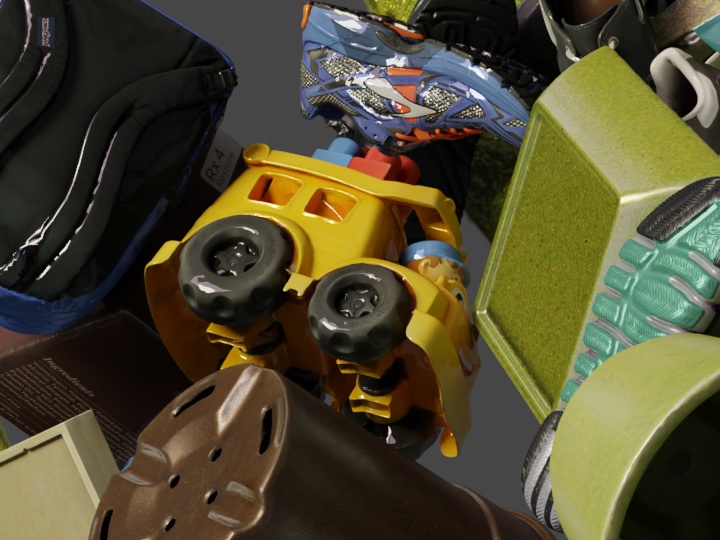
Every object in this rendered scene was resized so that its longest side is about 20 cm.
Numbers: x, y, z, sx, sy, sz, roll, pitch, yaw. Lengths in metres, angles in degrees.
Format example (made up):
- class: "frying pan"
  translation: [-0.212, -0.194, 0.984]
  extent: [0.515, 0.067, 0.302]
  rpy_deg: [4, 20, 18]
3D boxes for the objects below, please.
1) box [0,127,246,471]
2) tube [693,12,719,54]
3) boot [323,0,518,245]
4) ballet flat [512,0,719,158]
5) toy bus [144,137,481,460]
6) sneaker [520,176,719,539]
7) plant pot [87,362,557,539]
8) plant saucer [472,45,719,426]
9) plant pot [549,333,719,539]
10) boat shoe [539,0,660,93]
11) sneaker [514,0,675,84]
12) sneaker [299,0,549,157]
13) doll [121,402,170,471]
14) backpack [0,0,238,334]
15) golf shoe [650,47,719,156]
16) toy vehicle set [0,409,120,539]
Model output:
- class: "box"
  translation: [-0.137, 0.029, 1.683]
  extent: [0.200, 0.164, 0.166]
  rpy_deg: [-18, 41, 44]
- class: "tube"
  translation: [0.251, -0.073, 1.214]
  extent: [0.077, 0.200, 0.050]
  rpy_deg: [-34, 33, 24]
- class: "boot"
  translation: [0.033, -0.130, 1.659]
  extent: [0.168, 0.076, 0.201]
  rpy_deg: [-120, 37, -58]
- class: "ballet flat"
  translation: [0.175, -0.110, 1.517]
  extent: [0.200, 0.071, 0.071]
  rpy_deg: [-37, 31, 23]
- class: "toy bus"
  translation: [0.000, 0.000, 1.517]
  extent: [0.200, 0.136, 0.192]
  rpy_deg: [16, 55, 26]
- class: "sneaker"
  translation: [0.160, 0.048, 1.278]
  extent: [0.200, 0.087, 0.074]
  rpy_deg: [-61, 37, 11]
- class: "plant pot"
  translation: [-0.027, 0.165, 1.331]
  extent: [0.200, 0.198, 0.201]
  rpy_deg: [-35, 33, 26]
- class: "plant saucer"
  translation: [0.120, -0.002, 1.376]
  extent: [0.200, 0.048, 0.200]
  rpy_deg: [-122, 43, -60]
- class: "plant pot"
  translation: [0.174, 0.110, 1.145]
  extent: [0.201, 0.200, 0.184]
  rpy_deg: [-51, 17, -1]
- class: "boat shoe"
  translation: [0.140, -0.127, 1.470]
  extent: [0.072, 0.068, 0.201]
  rpy_deg: [-15, 82, 28]
- class: "sneaker"
  translation: [0.164, -0.172, 1.592]
  extent: [0.104, 0.060, 0.200]
  rpy_deg: [36, 105, 41]
- class: "sneaker"
  translation: [0.042, -0.102, 1.513]
  extent: [0.200, 0.075, 0.079]
  rpy_deg: [24, 103, 37]
- class: "doll"
  translation: [-0.151, 0.165, 1.596]
  extent: [0.048, 0.136, 0.200]
  rpy_deg: [42, 105, 24]
- class: "backpack"
  translation: [-0.188, -0.061, 1.532]
  extent: [0.200, 0.162, 0.168]
  rpy_deg: [-62, 2, -21]
- class: "golf shoe"
  translation: [0.181, -0.033, 1.388]
  extent: [0.077, 0.088, 0.200]
  rpy_deg: [-25, 38, 35]
- class: "toy vehicle set"
  translation: [-0.171, 0.198, 1.522]
  extent: [0.124, 0.200, 0.026]
  rpy_deg: [-24, 0, 37]
